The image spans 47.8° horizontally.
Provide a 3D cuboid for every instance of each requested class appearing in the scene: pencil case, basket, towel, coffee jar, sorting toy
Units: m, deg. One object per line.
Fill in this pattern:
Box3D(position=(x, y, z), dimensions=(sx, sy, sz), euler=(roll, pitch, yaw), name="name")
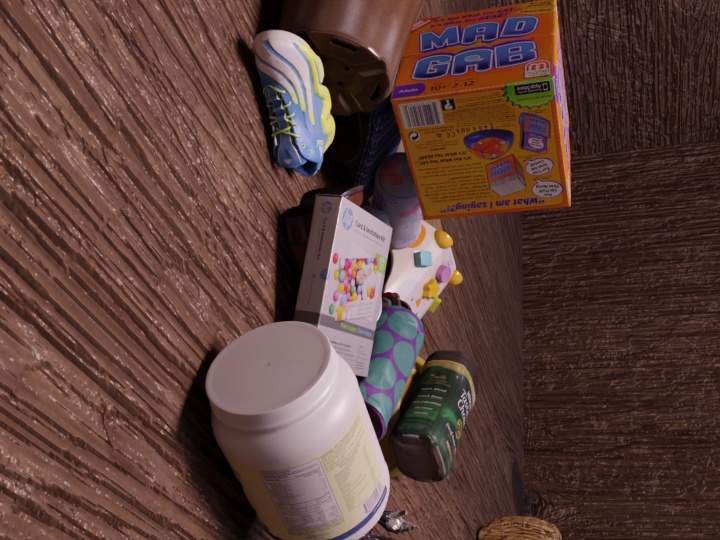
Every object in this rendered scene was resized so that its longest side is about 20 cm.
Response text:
Box3D(position=(0.025, 0.142, 1.144), dimensions=(0.085, 0.092, 0.200), euler=(45, 43, -15), name="pencil case")
Box3D(position=(0.403, 0.688, 2.046), dimensions=(0.149, 0.200, 0.143), euler=(19, 66, -69), name="basket")
Box3D(position=(0.032, -0.188, 1.203), dimensions=(0.145, 0.024, 0.200), euler=(-52, 167, -43), name="towel")
Box3D(position=(0.117, 0.215, 1.233), dimensions=(0.200, 0.085, 0.104), euler=(-58, 139, -48), name="coffee jar")
Box3D(position=(0.094, 0.032, 1.459), dimensions=(0.180, 0.107, 0.200), euler=(-58, 144, -32), name="sorting toy")
Box3D(position=(0.062, -0.106, 1.272), dimensions=(0.091, 0.083, 0.200), euler=(-44, 166, -14), name="pencil case")

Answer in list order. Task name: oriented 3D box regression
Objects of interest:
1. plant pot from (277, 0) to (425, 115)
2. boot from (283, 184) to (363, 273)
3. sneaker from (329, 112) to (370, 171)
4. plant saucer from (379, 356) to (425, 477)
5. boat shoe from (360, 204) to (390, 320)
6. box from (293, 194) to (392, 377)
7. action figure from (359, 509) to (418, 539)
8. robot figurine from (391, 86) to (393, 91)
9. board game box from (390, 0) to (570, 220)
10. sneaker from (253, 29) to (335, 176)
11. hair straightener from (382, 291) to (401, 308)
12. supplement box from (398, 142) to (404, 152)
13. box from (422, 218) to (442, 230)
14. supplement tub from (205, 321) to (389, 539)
Box3D(position=(-0.016, -0.319, 1.024), dimensions=(0.200, 0.200, 0.199), euler=(59, 38, -55), name="plant pot")
Box3D(position=(-0.029, -0.004, 1.076), dimensions=(0.188, 0.068, 0.200), euler=(-57, 139, -64), name="boot")
Box3D(position=(-0.004, -0.244, 1.230), dimensions=(0.090, 0.067, 0.201), euler=(38, 55, -68), name="sneaker")
Box3D(position=(0.068, 0.228, 1.285), dimensions=(0.200, 0.048, 0.200), euler=(17, 74, -62), name="plant saucer")
Box3D(position=(0.000, 0.000, 1.190), dimensions=(0.065, 0.073, 0.200), euler=(115, -13, -62), name="boat shoe")
Box3D(position=(-0.022, 0.024, 1.001), dimensions=(0.156, 0.041, 0.200), euler=(26, 71, -62), name="box")
Box3D(position=(0.023, 0.371, 1.087), dimensions=(0.200, 0.102, 0.119), euler=(63, 39, -54), name="action figure")
Box3D(position=(0.041, -0.350, 1.317), dimensions=(0.170, 0.113, 0.200), euler=(104, -2, -49), name="robot figurine")
Box3D(position=(0.171, -0.214, 1.093), dimensions=(0.200, 0.200, 0.200), euler=(-76, 155, -44), name="board game box")
Box3D(position=(-0.076, -0.186, 0.965), dimensions=(0.200, 0.076, 0.105), euler=(58, 32, -57), name="sneaker")
Box3D(position=(0.043, 0.140, 1.338), dimensions=(0.077, 0.041, 0.200), euler=(-24, 114, -60), name="hair straightener")
Box3D(position=(0.156, -0.224, 1.505), dimensions=(0.200, 0.200, 0.134), euler=(38, 49, -68), name="supplement box")
Box3D(position=(0.140, -0.085, 1.716), dimensions=(0.200, 0.021, 0.164), euler=(-67, 148, -55), name="box")
Box3D(position=(-0.060, 0.164, 0.800), dimensions=(0.145, 0.145, 0.200), euler=(-73, 152, -50), name="supplement tub")
